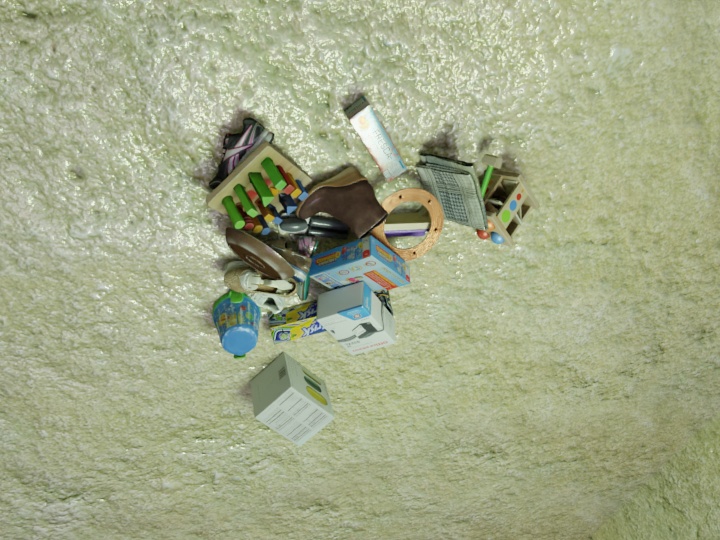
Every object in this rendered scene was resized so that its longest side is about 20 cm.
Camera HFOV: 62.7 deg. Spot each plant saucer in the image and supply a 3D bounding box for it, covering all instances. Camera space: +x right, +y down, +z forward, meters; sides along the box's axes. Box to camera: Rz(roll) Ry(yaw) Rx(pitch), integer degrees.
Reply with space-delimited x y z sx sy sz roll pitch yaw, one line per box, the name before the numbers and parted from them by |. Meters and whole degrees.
plant saucer | -0.247 -0.032 1.421 0.200 0.198 0.033 41 71 -33

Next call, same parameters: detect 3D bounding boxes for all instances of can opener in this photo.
can opener | -0.117 -0.106 1.523 0.195 0.067 0.054 7 122 -20

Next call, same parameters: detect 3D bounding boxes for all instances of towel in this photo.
towel | 0.231 -0.199 1.501 0.034 0.191 0.203 -38 128 -22

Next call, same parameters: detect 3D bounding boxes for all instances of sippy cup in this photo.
sippy cup | -0.329 0.150 1.587 0.138 0.131 0.179 -33 125 6

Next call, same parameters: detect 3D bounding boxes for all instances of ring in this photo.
ring | 0.120 -0.118 1.517 0.195 0.019 0.205 -7 119 -12

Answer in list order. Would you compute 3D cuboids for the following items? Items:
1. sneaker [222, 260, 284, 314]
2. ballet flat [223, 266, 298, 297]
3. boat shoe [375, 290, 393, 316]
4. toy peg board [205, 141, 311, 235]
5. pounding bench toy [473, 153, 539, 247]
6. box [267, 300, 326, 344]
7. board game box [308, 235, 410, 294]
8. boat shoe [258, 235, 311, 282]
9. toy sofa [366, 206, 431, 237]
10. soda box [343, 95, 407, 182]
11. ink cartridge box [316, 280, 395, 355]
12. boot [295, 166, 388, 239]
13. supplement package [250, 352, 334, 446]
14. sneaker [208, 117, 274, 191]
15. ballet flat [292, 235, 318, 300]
sneaker | -0.276 0.044 1.563 0.198 0.081 0.070 33 117 -30
ballet flat | -0.249 0.027 1.512 0.195 0.065 0.073 6 83 -24
boat shoe | 0.053 0.060 1.668 0.069 0.092 0.204 -19 126 -4
toy peg board | -0.219 -0.162 1.388 0.199 0.099 0.198 -40 151 11
pounding bench toy | 0.342 -0.182 1.544 0.157 0.123 0.200 -52 125 -10
box | -0.159 0.141 1.670 0.195 0.071 0.065 -14 128 -7
board game box | 0.000 0.000 1.531 0.192 0.057 0.199 -17 150 29
boat shoe | -0.213 -0.046 1.506 0.197 0.072 0.073 30 74 4
toy sofa | 0.103 -0.114 1.575 0.195 0.083 0.100 -3 122 -15
soda box | 0.038 -0.316 1.432 0.063 0.069 0.201 -32 126 6
ink cartridge box | -0.009 0.133 1.588 0.142 0.085 0.201 -18 138 22
boot | -0.048 -0.145 1.458 0.198 0.168 0.072 -35 162 2
supplement package | -0.204 0.385 1.765 0.150 0.153 0.200 -40 125 11
sneaker | -0.290 -0.272 1.371 0.200 0.081 0.086 -43 101 14
ballet flat | -0.161 -0.011 1.574 0.069 0.070 0.203 13 126 -1
